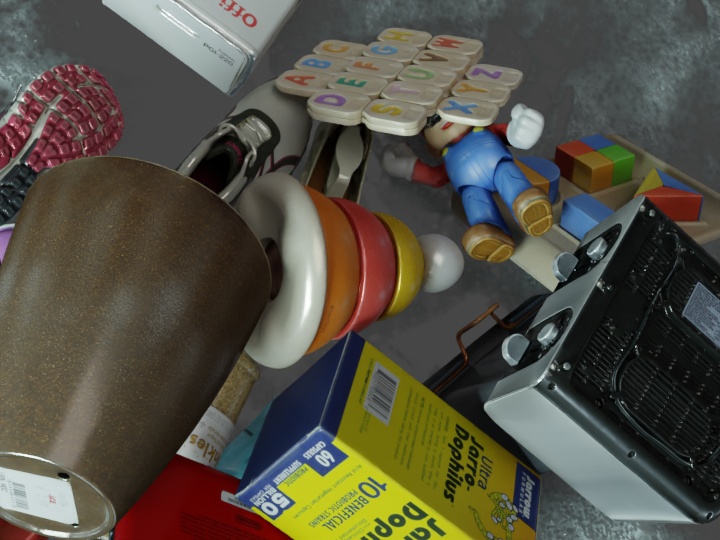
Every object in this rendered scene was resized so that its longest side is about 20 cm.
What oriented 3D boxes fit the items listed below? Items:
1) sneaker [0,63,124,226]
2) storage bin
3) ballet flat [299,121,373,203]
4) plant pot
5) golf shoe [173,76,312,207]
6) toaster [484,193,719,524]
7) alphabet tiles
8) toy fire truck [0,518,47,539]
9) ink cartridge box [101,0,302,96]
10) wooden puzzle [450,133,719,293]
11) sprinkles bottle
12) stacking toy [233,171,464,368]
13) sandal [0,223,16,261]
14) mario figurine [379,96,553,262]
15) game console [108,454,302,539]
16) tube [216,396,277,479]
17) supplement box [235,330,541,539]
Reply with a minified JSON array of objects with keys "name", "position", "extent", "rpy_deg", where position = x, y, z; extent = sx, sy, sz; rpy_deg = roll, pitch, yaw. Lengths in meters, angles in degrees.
[{"name":"sneaker","position":[-0.269,-0.096,0.843],"extent":[0.200,0.074,0.081],"rpy_deg":[-43,113,-38]},{"name":"storage bin","position":[0.158,0.090,0.918],"extent":[0.199,0.134,0.146],"rpy_deg":[-34,89,-27]},{"name":"ballet flat","position":[-0.032,-0.054,0.926],"extent":[0.067,0.062,0.203],"rpy_deg":[17,70,-17]},{"name":"plant pot","position":[-0.171,0.063,0.701],"extent":[0.185,0.187,0.201],"rpy_deg":[26,47,-12]},{"name":"golf shoe","position":[-0.096,-0.096,0.900],"extent":[0.077,0.088,0.201],"rpy_deg":[40,64,-4]},{"name":"toaster","position":[0.215,0.075,0.804],"extent":[0.199,0.119,0.182],"rpy_deg":[39,66,-9]},{"name":"alphabet tiles","position":[0.035,-0.168,0.930],"extent":[0.193,0.015,0.200],"rpy_deg":[13,35,18]},{"name":"toy fire truck","position":[-0.320,0.172,0.732],"extent":[0.166,0.112,0.201],"rpy_deg":[25,72,16]},{"name":"ink cartridge box","position":[-0.112,-0.279,0.948],"extent":[0.145,0.085,0.201],"rpy_deg":[35,64,-9]},{"name":"wooden puzzle","position":[0.209,-0.065,0.972],"extent":[0.198,0.047,0.185],"rpy_deg":[-22,40,-23]},{"name":"sprinkles bottle","position":[-0.145,0.150,0.819],"extent":[0.068,0.068,0.202],"rpy_deg":[28,66,-11]},{"name":"stacking toy","position":[0.000,0.000,0.860],"extent":[0.198,0.146,0.148],"rpy_deg":[0,74,-35]},{"name":"sandal","position":[-0.240,0.057,0.819],"extent":[0.081,0.050,0.205],"rpy_deg":[-11,79,-24]},{"name":"mario figurine","position":[0.086,-0.108,0.940],"extent":[0.122,0.107,0.201],"rpy_deg":[-15,51,-13]},{"name":"game console","position":[-0.116,0.248,0.771],"extent":[0.199,0.119,0.174],"rpy_deg":[28,40,-28]},{"name":"tube","position":[-0.025,0.199,0.866],"extent":[0.200,0.050,0.077],"rpy_deg":[46,63,1]},{"name":"supplement box","position":[0.026,0.163,0.808],"extent":[0.199,0.109,0.110],"rpy_deg":[38,35,-14]}]
